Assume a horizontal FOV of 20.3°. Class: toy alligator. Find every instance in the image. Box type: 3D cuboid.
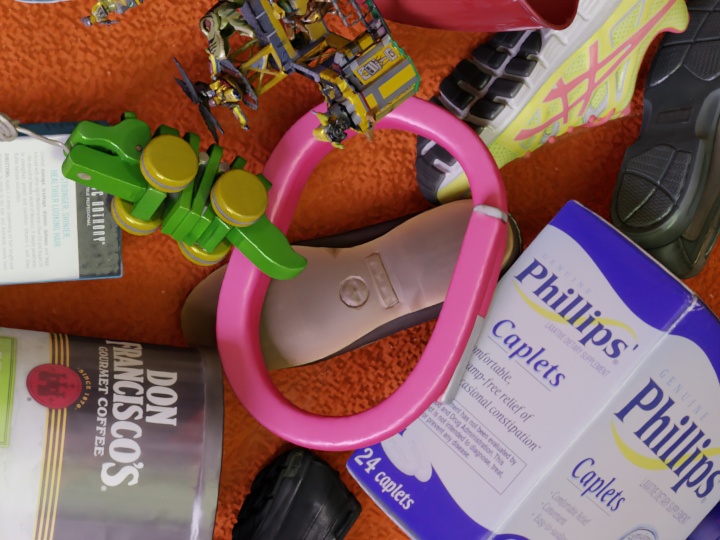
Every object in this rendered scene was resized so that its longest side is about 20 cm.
[{"bbox_3d":[-0.113,-0.057,1.067,0.199,0.059,0.055,26,54,-14],"label":"toy alligator"}]

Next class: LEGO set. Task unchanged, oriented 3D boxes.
[{"bbox_3d":[-0.072,-0.134,1.016,0.116,0.154,0.201,-38,130,-14],"label":"LEGO set"}]

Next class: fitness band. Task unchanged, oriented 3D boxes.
[{"bbox_3d":[0.000,0.000,1.095,0.143,0.037,0.201,19,86,16],"label":"fitness band"}]

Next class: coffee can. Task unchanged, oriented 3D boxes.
[{"bbox_3d":[-0.183,0.104,1.078,0.198,0.146,0.147,6,102,-12],"label":"coffee can"}]

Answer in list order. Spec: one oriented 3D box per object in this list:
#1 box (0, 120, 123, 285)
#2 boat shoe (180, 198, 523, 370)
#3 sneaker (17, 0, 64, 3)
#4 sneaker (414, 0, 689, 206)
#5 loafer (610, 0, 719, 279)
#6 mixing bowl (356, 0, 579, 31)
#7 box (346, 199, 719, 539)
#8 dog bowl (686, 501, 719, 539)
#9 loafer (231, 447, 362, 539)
[{"bbox_3d":[-0.231,-0.034,1.089,0.198,0.049,0.083,-4,104,-15],"label":"box"},{"bbox_3d":[-0.002,0.011,1.150,0.199,0.070,0.071,-14,86,9],"label":"boat shoe"},{"bbox_3d":[-0.198,-0.174,1.043,0.198,0.090,0.079,-2,104,-17],"label":"sneaker"},{"bbox_3d":[0.116,-0.105,1.156,0.200,0.078,0.090,-47,119,2],"label":"sneaker"},{"bbox_3d":[0.203,-0.089,1.174,0.063,0.072,0.201,44,63,-40],"label":"loafer"},{"bbox_3d":[0.031,-0.206,1.063,0.108,0.200,0.201,-17,110,22],"label":"mixing bowl"},{"bbox_3d":[0.125,0.095,1.150,0.200,0.105,0.184,-50,143,0],"label":"box"},{"bbox_3d":[0.260,0.228,1.273,0.199,0.079,0.202,-4,105,-14],"label":"dog bowl"},{"bbox_3d":[-0.052,0.192,1.137,0.070,0.068,0.201,36,51,-13],"label":"loafer"}]
